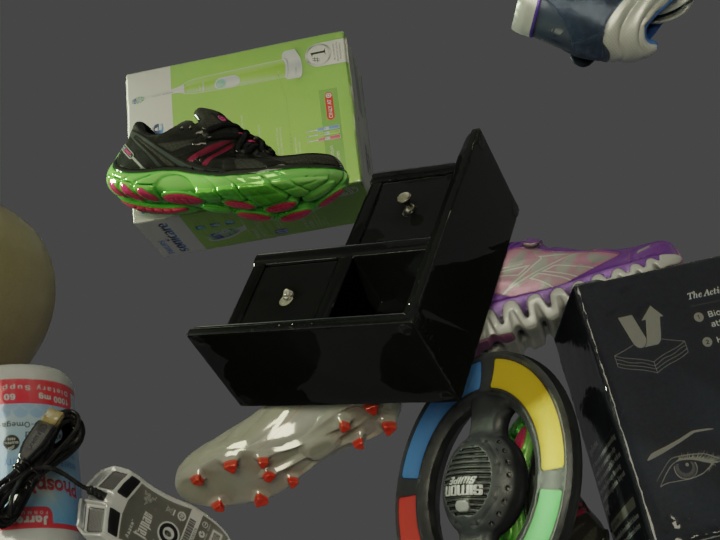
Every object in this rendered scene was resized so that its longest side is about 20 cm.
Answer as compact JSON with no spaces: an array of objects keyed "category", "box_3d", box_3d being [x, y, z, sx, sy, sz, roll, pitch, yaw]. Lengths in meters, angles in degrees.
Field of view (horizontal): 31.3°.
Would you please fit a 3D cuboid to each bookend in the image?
[{"category":"bookend","box_3d":[0.000,0.000,1.009,0.198,0.092,0.200,-4,45,31]}]

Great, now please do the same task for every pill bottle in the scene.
[{"category":"pill bottle","box_3d":[-0.277,0.185,1.027,0.108,0.109,0.201,-12,68,6]}]

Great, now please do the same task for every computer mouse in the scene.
[{"category":"computer mouse","box_3d":[-0.187,0.196,0.998,0.200,0.044,0.110,38,44,-18]}]

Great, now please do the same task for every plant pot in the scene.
[{"category":"plant pot","box_3d":[-0.381,0.007,1.102,0.199,0.135,0.201,-4,68,9]}]

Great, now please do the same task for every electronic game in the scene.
[{"category":"electronic game","box_3d":[0.090,0.158,0.945,0.200,0.041,0.201,-31,50,46]}]

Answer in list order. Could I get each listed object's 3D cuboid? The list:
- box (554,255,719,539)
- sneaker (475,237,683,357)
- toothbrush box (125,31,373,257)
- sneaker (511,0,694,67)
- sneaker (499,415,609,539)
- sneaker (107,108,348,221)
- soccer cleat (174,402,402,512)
[{"category":"box","box_3d":[0.266,0.099,0.934,0.196,0.118,0.201,-11,68,-5]},{"category":"sneaker","box_3d":[0.156,0.008,1.030,0.199,0.081,0.089,-19,59,4]},{"category":"toothbrush box","box_3d":[-0.094,-0.108,1.116,0.199,0.086,0.146,-10,68,6]},{"category":"sneaker","box_3d":[0.226,-0.271,1.126,0.146,0.081,0.201,17,70,8]},{"category":"sneaker","box_3d":[0.144,0.195,0.971,0.083,0.077,0.201,8,65,-16]},{"category":"sneaker","box_3d":[-0.106,-0.088,1.014,0.199,0.077,0.084,5,73,16]},{"category":"soccer cleat","box_3d":[-0.058,0.129,1.036,0.199,0.069,0.078,-26,37,8]}]
